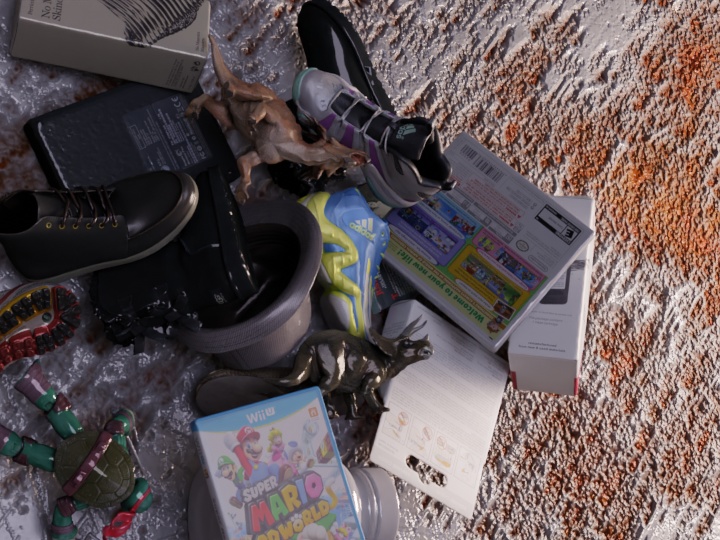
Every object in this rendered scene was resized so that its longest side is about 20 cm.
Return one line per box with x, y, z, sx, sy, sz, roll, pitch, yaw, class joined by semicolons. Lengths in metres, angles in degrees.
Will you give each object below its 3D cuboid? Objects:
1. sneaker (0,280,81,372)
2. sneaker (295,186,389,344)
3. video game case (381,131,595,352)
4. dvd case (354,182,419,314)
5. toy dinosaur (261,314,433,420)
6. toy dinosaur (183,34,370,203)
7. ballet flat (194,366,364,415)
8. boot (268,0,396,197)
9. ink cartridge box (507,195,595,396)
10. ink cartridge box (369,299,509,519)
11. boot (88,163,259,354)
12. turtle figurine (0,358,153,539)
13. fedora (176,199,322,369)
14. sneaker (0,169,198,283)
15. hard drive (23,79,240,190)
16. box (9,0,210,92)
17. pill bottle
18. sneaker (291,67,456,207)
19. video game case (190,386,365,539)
-0.366;0.072;1.293;0.198;0.082;0.079;-25;111;-18;sneaker
0.000;0.000;1.488;0.104;0.076;0.202;-25;108;-16;sneaker
0.134;-0.036;1.530;0.200;0.022;0.182;39;77;16;video game case
0.067;-0.050;1.597;0.199;0.022;0.147;-24;89;-33;dvd case
-0.022;0.103;1.421;0.198;0.077;0.104;2;76;-25;toy dinosaur
-0.095;-0.156;1.411;0.135;0.086;0.201;-21;68;-48;toy dinosaur
-0.087;0.127;1.449;0.198;0.068;0.046;1;35;-27;ballet flat
-0.058;-0.193;1.529;0.162;0.073;0.200;-33;96;-28;boot
0.228;0.029;1.589;0.082;0.145;0.202;5;69;11;ink cartridge box
0.080;0.157;1.518;0.162;0.057;0.202;33;62;-27;ink cartridge box
-0.196;-0.014;1.381;0.161;0.074;0.199;-21;45;4;boot
-0.266;0.186;1.305;0.199;0.101;0.150;39;61;-9;turtle figurine
-0.109;0.028;1.416;0.201;0.175;0.091;-81;153;-45;fedora
-0.259;-0.054;1.308;0.198;0.106;0.075;-25;64;1;sneaker
-0.240;-0.127;1.433;0.199;0.033;0.141;-27;91;-32;hard drive
-0.261;-0.255;1.413;0.198;0.068;0.083;8;61;-20;box
-0.066;0.252;1.384;0.198;0.119;0.121;1;76;-30;pill bottle
0.027;-0.154;1.443;0.200;0.139;0.078;41;65;-23;sneaker
-0.073;0.226;1.306;0.142;0.018;0.202;-12;80;-32;video game case
